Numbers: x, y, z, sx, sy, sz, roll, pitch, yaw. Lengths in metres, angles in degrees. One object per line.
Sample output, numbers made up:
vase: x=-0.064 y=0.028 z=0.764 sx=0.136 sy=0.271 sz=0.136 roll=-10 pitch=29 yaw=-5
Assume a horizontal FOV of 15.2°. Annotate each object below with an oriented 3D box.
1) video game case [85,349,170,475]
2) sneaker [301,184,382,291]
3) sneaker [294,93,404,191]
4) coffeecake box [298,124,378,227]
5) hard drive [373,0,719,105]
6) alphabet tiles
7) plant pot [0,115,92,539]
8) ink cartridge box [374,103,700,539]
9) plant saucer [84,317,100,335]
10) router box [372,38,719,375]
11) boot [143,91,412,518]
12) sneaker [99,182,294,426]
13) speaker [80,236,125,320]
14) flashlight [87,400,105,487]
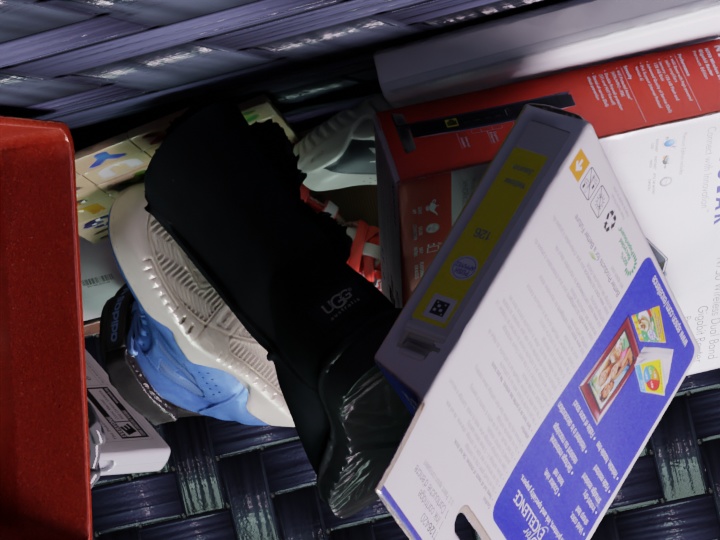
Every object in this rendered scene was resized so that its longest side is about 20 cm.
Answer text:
video game case: x=-0.243 y=0.064 z=1.717 sx=0.182 sy=0.200 sz=0.022 roll=-1 pitch=127 yaw=-46
sneaker: x=-0.001 y=0.001 z=1.484 sx=0.201 sy=0.108 sz=0.067 roll=-2 pitch=-132 yaw=42
sneaker: x=0.072 y=-0.040 z=1.429 sx=0.199 sy=0.130 sz=0.079 roll=-16 pitch=177 yaw=-8
coffeecake box: x=0.056 y=-0.063 z=1.598 sx=0.200 sy=0.073 sz=0.153 roll=-11 pitch=176 yaw=-42
hard drive: x=0.118 y=-0.114 z=1.286 sx=0.200 sy=0.027 sz=0.132 roll=-13 pitch=178 yaw=15
alphabet tiles: x=-0.115 y=-0.046 z=1.399 sx=0.166 sy=0.006 sz=0.200 roll=-22 pitch=171 yaw=4
plant pot: x=-0.233 y=0.037 z=1.152 sx=0.176 sy=0.200 sz=0.200 roll=-2 pitch=180 yaw=14
ink cartridge box: x=0.074 y=0.060 z=1.259 sx=0.047 sy=0.200 sz=0.198 roll=21 pitch=157 yaw=33
plant saucer: x=-0.104 y=0.008 z=1.715 sx=0.200 sy=0.032 sz=0.200 roll=-12 pitch=178 yaw=0
router box: x=0.100 y=-0.013 z=1.347 sx=0.179 sy=0.049 sz=0.200 roll=-13 pitch=140 yaw=-7
boot: x=-0.032 y=0.016 z=1.317 sx=0.076 sy=0.168 sz=0.200 roll=-33 pitch=158 yaw=-12
sneaker: x=-0.109 y=0.023 z=1.459 sx=0.111 sy=0.077 sz=0.200 roll=-2 pitch=150 yaw=30
speaker: x=-0.209 y=0.002 z=1.583 sx=0.200 sy=0.081 sz=0.081 roll=-14 pitch=178 yaw=25
flashlight: x=-0.198 y=0.073 z=1.605 sx=0.068 sy=0.068 sz=0.200 roll=-27 pitch=-158 yaw=-4
